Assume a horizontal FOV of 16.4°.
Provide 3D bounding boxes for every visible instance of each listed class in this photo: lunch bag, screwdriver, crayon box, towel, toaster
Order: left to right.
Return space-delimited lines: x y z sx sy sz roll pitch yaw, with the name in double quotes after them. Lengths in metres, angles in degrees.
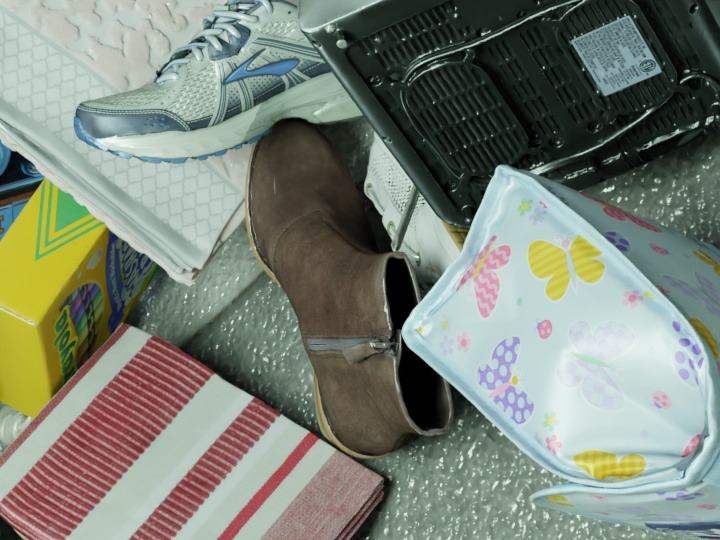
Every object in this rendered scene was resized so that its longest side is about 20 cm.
-0.171 0.002 1.471 0.051 0.126 0.201 26 62 13 "crayon box"
-0.120 -0.123 1.430 0.192 0.200 0.032 -56 10 -21 "towel"
-0.103 0.126 1.408 0.199 0.023 0.144 30 65 26 "towel"
0.035 -0.059 1.334 0.200 0.028 0.029 -69 4 -52 "screwdriver"
0.088 -0.127 1.243 0.180 0.200 0.119 -22 45 18 "toaster"
0.143 0.059 1.166 0.200 0.169 0.128 41 107 42 "lunch bag"

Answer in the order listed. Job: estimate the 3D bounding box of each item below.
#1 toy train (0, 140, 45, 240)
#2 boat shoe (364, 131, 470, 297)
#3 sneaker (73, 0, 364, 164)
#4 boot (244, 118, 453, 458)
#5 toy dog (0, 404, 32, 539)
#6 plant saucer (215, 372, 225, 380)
-0.252 -0.059 1.576 0.087 0.199 0.115 45 145 42 "toy train"
0.053 -0.013 1.352 0.070 0.070 0.200 -66 29 25 "boat shoe"
-0.068 -0.118 1.375 0.077 0.199 0.086 28 132 61 "sneaker"
0.000 0.000 1.350 0.166 0.072 0.201 154 104 -71 "boot"
-0.185 0.148 1.524 0.132 0.096 0.200 -45 19 -13 "toy dog"
-0.090 0.166 1.482 0.070 0.019 0.201 -27 60 38 "plant saucer"
